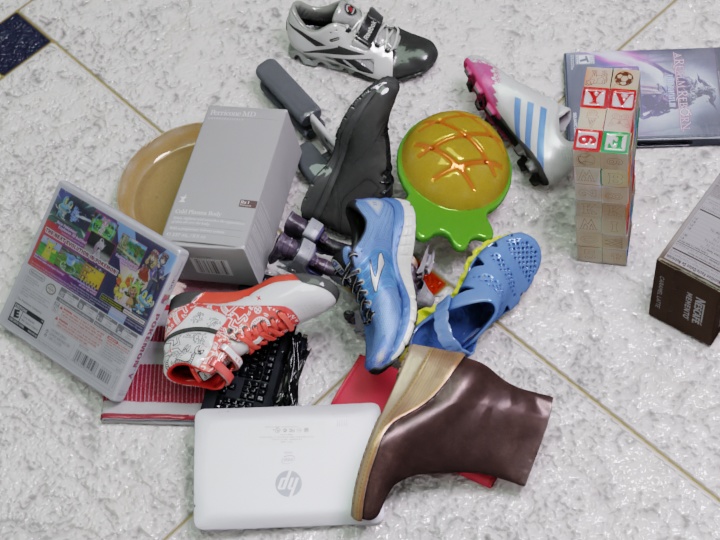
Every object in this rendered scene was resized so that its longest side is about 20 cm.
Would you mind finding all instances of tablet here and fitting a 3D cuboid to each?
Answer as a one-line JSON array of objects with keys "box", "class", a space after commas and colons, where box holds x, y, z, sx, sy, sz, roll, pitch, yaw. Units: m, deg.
[{"box": [-0.075, 0.204, 1.537, 0.198, 0.014, 0.131, -2, 66, 0], "class": "tablet"}]

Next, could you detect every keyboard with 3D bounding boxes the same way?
[{"box": [-0.104, 0.088, 1.612, 0.103, 0.040, 0.201, 14, 58, 0], "class": "keyboard"}]

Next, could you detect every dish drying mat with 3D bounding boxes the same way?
[{"box": [0.068, 0.159, 1.567, 0.199, 0.018, 0.077, 24, 63, 20], "class": "dish drying mat"}]

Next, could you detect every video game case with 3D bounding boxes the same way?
[{"box": [0.348, -0.209, 1.781, 0.198, 0.019, 0.144, -2, 56, 7], "class": "video game case"}, {"box": [-0.301, 0.020, 1.642, 0.199, 0.023, 0.184, 29, 96, 30], "class": "video game case"}]

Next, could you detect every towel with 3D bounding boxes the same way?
[{"box": [-0.210, 0.080, 1.654, 0.142, 0.023, 0.202, 0, 56, 8], "class": "towel"}]

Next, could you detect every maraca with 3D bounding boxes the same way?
[{"box": [0.104, -0.104, 1.681, 0.136, 0.107, 0.201, 12, 51, 1], "class": "maraca"}]

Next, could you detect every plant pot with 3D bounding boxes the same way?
[{"box": [-0.193, -0.093, 1.766, 0.198, 0.028, 0.202, -4, 55, 5], "class": "plant pot"}]

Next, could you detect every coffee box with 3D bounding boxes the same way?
[{"box": [0.400, -0.034, 1.598, 0.079, 0.115, 0.200, 29, 65, 24], "class": "coffee box"}]

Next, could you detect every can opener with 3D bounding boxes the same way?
[{"box": [-0.074, -0.181, 1.794, 0.066, 0.053, 0.201, -29, 57, -11], "class": "can opener"}]

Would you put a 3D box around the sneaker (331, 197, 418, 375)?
[{"box": [0.008, 0.015, 1.569, 0.088, 0.079, 0.202, 8, 64, -21], "class": "sneaker"}]

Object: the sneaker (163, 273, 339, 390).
[{"box": [-0.119, 0.071, 1.576, 0.199, 0.067, 0.109, -8, 53, 17], "class": "sneaker"}]

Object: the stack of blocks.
[{"box": [0.271, -0.112, 1.613, 0.058, 0.201, 0.116, 6, 56, 13], "class": "stack of blocks"}]

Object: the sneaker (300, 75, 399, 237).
[{"box": [0.007, -0.129, 1.689, 0.090, 0.201, 0.076, 29, 27, 6], "class": "sneaker"}]

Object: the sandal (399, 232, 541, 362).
[{"box": [0.129, 0.037, 1.591, 0.200, 0.087, 0.080, -46, 107, -15], "class": "sandal"}]

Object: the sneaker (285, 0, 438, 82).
[{"box": [-0.002, -0.293, 1.841, 0.198, 0.089, 0.075, 9, 56, 12], "class": "sneaker"}]

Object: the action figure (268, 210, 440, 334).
[{"box": [0.000, 0.000, 1.655, 0.199, 0.070, 0.131, 25, 54, 5], "class": "action figure"}]

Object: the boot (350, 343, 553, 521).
[{"box": [0.092, 0.186, 1.496, 0.165, 0.072, 0.201, 23, 78, 4], "class": "boot"}]

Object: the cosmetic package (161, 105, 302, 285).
[{"box": [-0.145, -0.088, 1.688, 0.106, 0.090, 0.202, 3, 59, 15], "class": "cosmetic package"}]

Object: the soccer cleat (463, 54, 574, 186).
[{"box": [0.198, -0.189, 1.754, 0.086, 0.070, 0.201, -30, 65, -3], "class": "soccer cleat"}]
